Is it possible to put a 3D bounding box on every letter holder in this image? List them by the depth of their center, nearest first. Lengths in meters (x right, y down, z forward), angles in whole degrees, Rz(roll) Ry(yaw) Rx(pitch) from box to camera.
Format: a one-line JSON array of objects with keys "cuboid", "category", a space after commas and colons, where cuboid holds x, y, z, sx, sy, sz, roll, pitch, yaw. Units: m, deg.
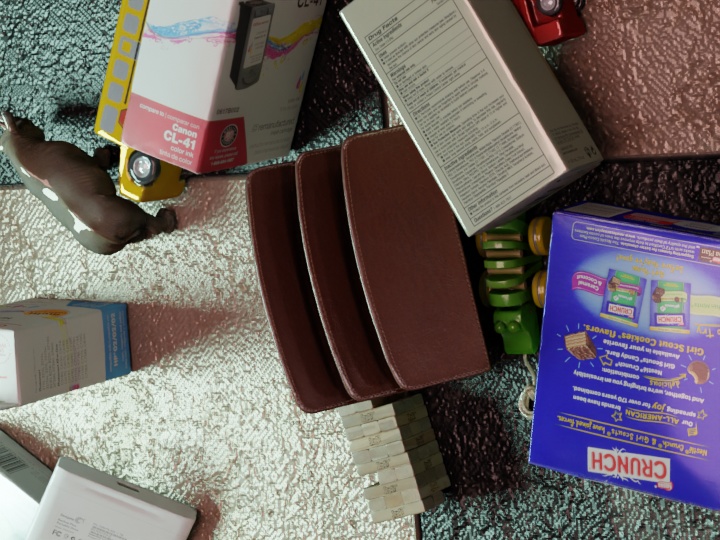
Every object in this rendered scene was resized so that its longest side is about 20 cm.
[{"cuboid": [0.000, 0.000, 1.637, 0.101, 0.141, 0.201, 159, 98, -69], "category": "letter holder"}]

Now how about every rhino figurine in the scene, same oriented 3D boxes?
[{"cuboid": [-0.259, -0.083, 1.832, 0.200, 0.087, 0.060, 41, 115, 19], "category": "rhino figurine"}]

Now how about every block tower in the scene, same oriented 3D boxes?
[{"cuboid": [0.013, 0.101, 1.720, 0.058, 0.054, 0.201, -17, 88, 31], "category": "block tower"}]

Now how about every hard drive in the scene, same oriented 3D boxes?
[{"cuboid": [-0.244, 0.275, 1.882, 0.131, 0.027, 0.201, 22, 111, -8], "category": "hard drive"}]

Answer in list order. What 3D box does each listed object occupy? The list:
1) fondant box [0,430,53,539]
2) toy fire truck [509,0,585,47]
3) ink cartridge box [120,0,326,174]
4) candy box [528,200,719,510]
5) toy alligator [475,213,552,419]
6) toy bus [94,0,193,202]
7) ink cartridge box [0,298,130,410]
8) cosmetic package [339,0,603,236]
[{"cuboid": [-0.347, 0.265, 1.959, 0.144, 0.058, 0.201, 34, 114, 21], "category": "fondant box"}, {"cuboid": [0.098, -0.208, 1.623, 0.140, 0.049, 0.201, -15, 90, 31], "category": "toy fire truck"}, {"cuboid": [-0.103, -0.189, 1.688, 0.085, 0.147, 0.201, 24, 110, 25], "category": "ink cartridge box"}, {"cuboid": [0.221, 0.062, 1.577, 0.168, 0.077, 0.201, 12, 103, 27], "category": "candy box"}, {"cuboid": [0.120, 0.023, 1.644, 0.059, 0.054, 0.201, -1, 98, 31], "category": "toy alligator"}, {"cuboid": [-0.171, -0.163, 1.780, 0.078, 0.065, 0.201, 23, 109, 26], "category": "toy bus"}, {"cuboid": [-0.304, 0.072, 1.818, 0.115, 0.200, 0.068, 2, 99, 30], "category": "ink cartridge box"}, {"cuboid": [0.083, -0.139, 1.572, 0.105, 0.071, 0.201, -32, 83, 30], "category": "cosmetic package"}]
